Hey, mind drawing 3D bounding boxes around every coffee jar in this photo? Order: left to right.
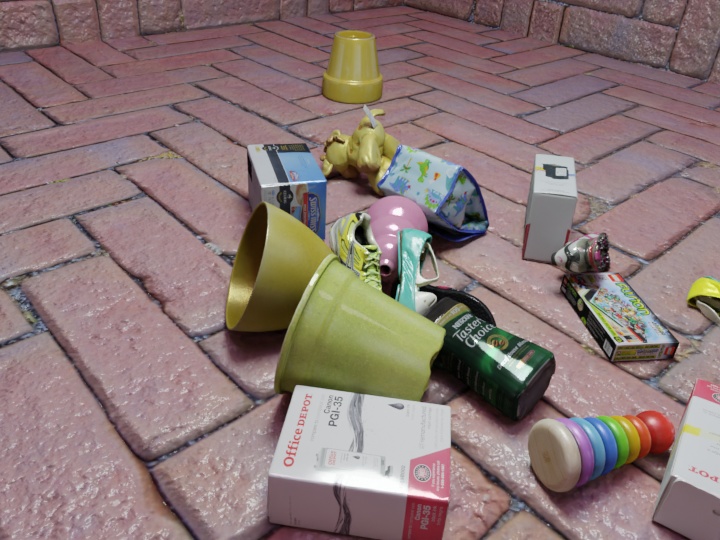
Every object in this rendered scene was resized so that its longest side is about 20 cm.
[{"bbox_3d":[0.170,0.120,0.896,0.199,0.086,0.104,29,54,35],"label":"coffee jar"}]

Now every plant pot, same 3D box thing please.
[{"bbox_3d":[-0.114,0.010,0.975,0.141,0.201,0.201,16,27,-22],"label":"plant pot"},{"bbox_3d":[-0.024,-0.658,1.993,0.198,0.191,0.202,2,32,-1],"label":"plant pot"},{"bbox_3d":[0.009,0.106,0.833,0.182,0.202,0.201,22,35,8],"label":"plant pot"}]

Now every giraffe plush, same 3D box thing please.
[{"bbox_3d":[-0.010,-0.268,1.443,0.161,0.201,0.173,-12,25,34],"label":"giraffe plush"}]

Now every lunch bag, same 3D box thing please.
[{"bbox_3d":[0.156,-0.145,1.258,0.169,0.128,0.199,31,2,36],"label":"lunch bag"}]

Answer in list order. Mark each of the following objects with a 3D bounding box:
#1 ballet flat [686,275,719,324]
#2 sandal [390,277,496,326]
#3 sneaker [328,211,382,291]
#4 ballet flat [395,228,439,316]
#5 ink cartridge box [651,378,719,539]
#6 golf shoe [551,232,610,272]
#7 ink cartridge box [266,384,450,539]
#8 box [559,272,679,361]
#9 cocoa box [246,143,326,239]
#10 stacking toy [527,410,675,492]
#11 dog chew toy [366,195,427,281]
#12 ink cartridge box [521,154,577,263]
[{"bbox_3d":[0.647,0.078,1.049,0.067,0.067,0.200,-37,44,-17],"label":"ballet flat"},{"bbox_3d":[0.139,0.057,1.013,0.199,0.076,0.045,24,19,34],"label":"sandal"},{"bbox_3d":[0.000,0.000,1.003,0.075,0.076,0.202,-5,72,-36],"label":"sneaker"},{"bbox_3d":[0.088,0.025,0.980,0.069,0.067,0.202,0,67,12],"label":"ballet flat"},{"bbox_3d":[0.450,0.241,0.744,0.144,0.084,0.200,22,37,27],"label":"ink cartridge box"},{"bbox_3d":[0.408,-0.032,1.143,0.091,0.074,0.199,-4,-1,29],"label":"golf shoe"},{"bbox_3d":[0.002,0.223,0.725,0.197,0.084,0.147,7,33,4],"label":"ink cartridge box"},{"bbox_3d":[0.429,0.073,1.048,0.109,0.035,0.201,-2,33,-9],"label":"box"},{"bbox_3d":[-0.151,-0.159,1.256,0.130,0.135,0.201,-6,34,-15],"label":"cocoa box"},{"bbox_3d":[0.314,0.218,0.781,0.198,0.086,0.086,-3,33,-21],"label":"stacking toy"},{"bbox_3d":[0.056,-0.051,1.115,0.123,0.126,0.201,8,31,6],"label":"dog chew toy"},{"bbox_3d":[0.378,-0.128,1.251,0.082,0.147,0.201,8,32,12],"label":"ink cartridge box"}]
